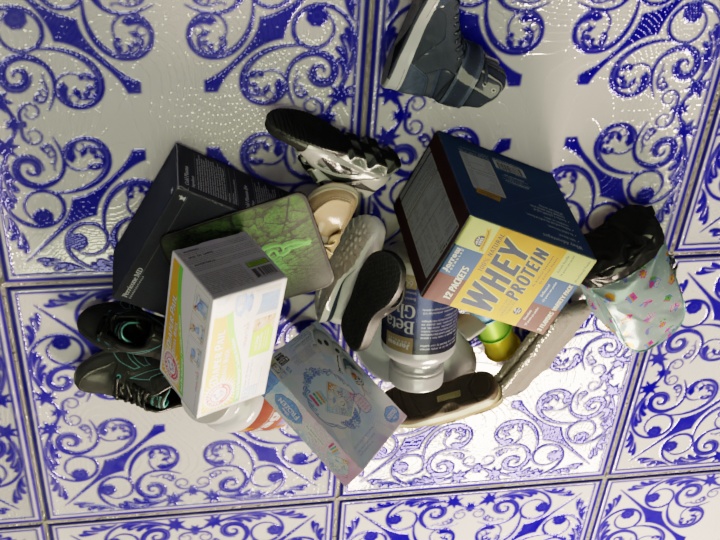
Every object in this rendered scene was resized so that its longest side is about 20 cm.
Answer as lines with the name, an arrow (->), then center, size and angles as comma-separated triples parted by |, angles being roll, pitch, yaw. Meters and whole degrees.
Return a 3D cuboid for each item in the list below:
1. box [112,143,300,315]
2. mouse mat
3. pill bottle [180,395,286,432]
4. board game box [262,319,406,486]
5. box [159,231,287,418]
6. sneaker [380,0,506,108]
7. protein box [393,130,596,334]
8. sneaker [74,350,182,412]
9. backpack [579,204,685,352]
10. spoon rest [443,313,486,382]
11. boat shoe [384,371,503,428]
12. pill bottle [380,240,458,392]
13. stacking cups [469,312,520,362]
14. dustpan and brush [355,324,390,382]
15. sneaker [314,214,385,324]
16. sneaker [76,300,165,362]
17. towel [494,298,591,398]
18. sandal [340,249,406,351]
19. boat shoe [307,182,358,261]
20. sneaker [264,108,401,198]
box -> -0.208, -0.035, 1.439 | 0.180, 0.105, 0.201 | 22, 120, -27
mouse mat -> -0.144, -0.012, 1.400 | 0.197, 0.008, 0.162 | -17, 129, 2
pill bottle -> -0.171, 0.176, 1.550 | 0.112, 0.113, 0.200 | -35, 162, 16
board game box -> -0.042, 0.182, 1.530 | 0.199, 0.200, 0.043 | 46, 114, 4
box -> -0.177, 0.070, 1.366 | 0.111, 0.101, 0.202 | -17, 136, -34
sneaker -> 0.126, -0.288, 1.316 | 0.144, 0.078, 0.203 | 18, 133, -10
protein box -> 0.173, -0.052, 1.440 | 0.196, 0.201, 0.136 | 17, 123, -23
sneaker -> -0.319, 0.162, 1.579 | 0.197, 0.080, 0.076 | -1, 130, -9
backpack -> 0.394, 0.021, 1.590 | 0.165, 0.127, 0.201 | -28, 131, 7
spoon rest -> 0.146, 0.128, 1.650 | 0.099, 0.061, 0.201 | -31, 153, -25
boat shoe -> 0.121, 0.209, 1.638 | 0.197, 0.073, 0.076 | -10, 146, 20
pill bottle -> 0.085, 0.067, 1.544 | 0.109, 0.111, 0.203 | -2, 113, -10
stacking cups -> 0.186, 0.047, 1.616 | 0.060, 0.061, 0.201 | -21, 126, 6
dustpan and brush -> 0.063, 0.144, 1.661 | 0.138, 0.058, 0.202 | -13, 129, -1
sneaker -> 0.000, 0.000, 1.531 | 0.079, 0.077, 0.201 | 11, 135, -19
sneaker -> -0.321, 0.075, 1.473 | 0.198, 0.076, 0.079 | 7, 169, 31
towel -> 0.272, 0.128, 1.663 | 0.132, 0.034, 0.201 | -14, 143, -54
sandal -> 0.025, 0.036, 1.482 | 0.047, 0.076, 0.201 | -14, 152, -30
boat shoe -> -0.060, -0.041, 1.451 | 0.073, 0.070, 0.200 | 14, 143, -21
sneaker -> -0.048, -0.142, 1.406 | 0.198, 0.075, 0.089 | 20, 126, -29
